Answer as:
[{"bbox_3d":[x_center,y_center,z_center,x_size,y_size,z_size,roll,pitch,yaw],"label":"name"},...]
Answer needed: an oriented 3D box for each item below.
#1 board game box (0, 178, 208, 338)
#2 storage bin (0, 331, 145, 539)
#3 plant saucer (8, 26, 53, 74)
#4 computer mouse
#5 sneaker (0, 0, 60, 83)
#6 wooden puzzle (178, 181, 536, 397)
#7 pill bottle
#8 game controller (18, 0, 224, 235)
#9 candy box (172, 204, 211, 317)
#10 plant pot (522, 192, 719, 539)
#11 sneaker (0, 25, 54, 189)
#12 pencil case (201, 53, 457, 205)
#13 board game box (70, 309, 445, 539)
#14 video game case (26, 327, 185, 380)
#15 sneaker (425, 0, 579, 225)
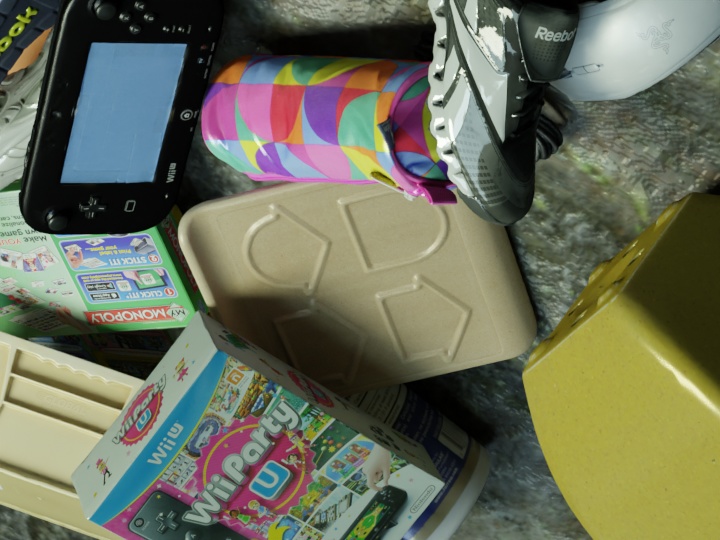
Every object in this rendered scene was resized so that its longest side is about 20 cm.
[{"bbox_3d":[-0.217,-0.012,1.762,0.200,0.029,0.135,-4,131,22],"label":"board game box"},{"bbox_3d":[-0.215,0.124,1.825,0.198,0.094,0.200,19,167,3],"label":"storage bin"},{"bbox_3d":[-0.267,-0.157,1.721,0.200,0.037,0.200,18,141,15],"label":"plant saucer"},{"bbox_3d":[0.128,-0.127,1.493,0.110,0.044,0.200,47,139,-18],"label":"computer mouse"},{"bbox_3d":[-0.230,-0.182,1.592,0.082,0.200,0.074,52,-170,28],"label":"sneaker"},{"bbox_3d":[0.000,0.000,1.675,0.200,0.046,0.185,-16,129,7],"label":"wooden puzzle"},{"bbox_3d":[-0.016,0.115,1.800,0.200,0.111,0.111,38,142,-10],"label":"pill bottle"},{"bbox_3d":[-0.150,-0.103,1.587,0.104,0.042,0.200,5,130,-17],"label":"game controller"},{"bbox_3d":[-0.134,0.033,1.855,0.102,0.026,0.200,1,134,38],"label":"candy box"},{"bbox_3d":[0.220,0.071,1.548,0.200,0.196,0.194,43,141,-2],"label":"plant pot"},{"bbox_3d":[-0.190,-0.094,1.654,0.099,0.078,0.200,34,126,-27],"label":"sneaker"},{"bbox_3d":[-0.012,-0.090,1.555,0.200,0.088,0.088,10,141,51],"label":"pencil case"},{"bbox_3d":[-0.068,0.139,1.687,0.200,0.064,0.148,32,102,-27],"label":"board game box"},{"bbox_3d":[-0.199,0.042,1.879,0.200,0.022,0.182,2,134,39],"label":"video game case"},{"bbox_3d":[0.085,-0.123,1.448,0.090,0.066,0.201,2,104,40],"label":"sneaker"}]
